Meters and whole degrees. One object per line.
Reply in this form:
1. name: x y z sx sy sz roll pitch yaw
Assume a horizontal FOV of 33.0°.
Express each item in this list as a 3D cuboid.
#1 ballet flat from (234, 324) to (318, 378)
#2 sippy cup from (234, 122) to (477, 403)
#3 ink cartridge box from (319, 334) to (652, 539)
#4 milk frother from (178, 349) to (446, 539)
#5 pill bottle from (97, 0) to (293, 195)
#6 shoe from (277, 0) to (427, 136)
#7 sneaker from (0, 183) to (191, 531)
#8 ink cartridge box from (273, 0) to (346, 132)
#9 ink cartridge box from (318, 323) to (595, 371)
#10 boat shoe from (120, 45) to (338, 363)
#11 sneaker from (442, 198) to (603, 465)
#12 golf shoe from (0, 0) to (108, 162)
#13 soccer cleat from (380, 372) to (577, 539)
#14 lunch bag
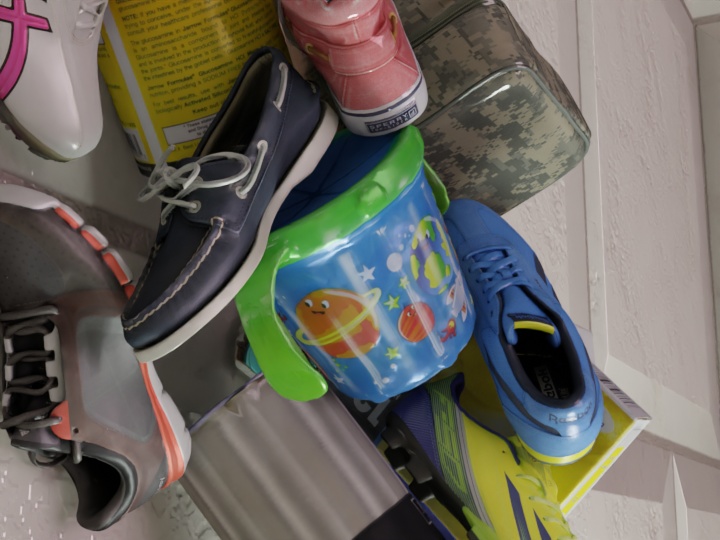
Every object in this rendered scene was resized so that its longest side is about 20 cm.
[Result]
1. ballet flat: -0.023 0.017 0.901 0.200 0.072 0.072 -38 123 -28
2. sippy cup: 0.000 0.000 0.715 0.177 0.140 0.131 -37 111 -15
3. ink cartridge box: 0.060 0.107 0.830 0.198 0.200 0.047 45 13 27
4. milk frother: -0.061 0.190 0.739 0.200 0.181 0.188 -32 78 -32
5. pill bottle: -0.108 -0.154 0.726 0.113 0.112 0.201 -54 133 -55
6. shoe: -0.016 -0.167 0.722 0.200 0.071 0.091 -113 180 -50
7. sneaker: -0.153 0.052 0.633 0.082 0.077 0.201 -49 125 -44
8. ink cartridge box: -0.044 -0.182 0.911 0.200 0.075 0.166 -51 131 -57
9. ink cartridge box: 0.069 0.090 0.941 0.146 0.199 0.085 21 63 -62
10. boat shoe: -0.074 -0.041 0.634 0.062 0.075 0.200 51 52 -27
11. sneaker: 0.096 0.020 0.754 0.079 0.066 0.201 78 -8 -56
12. golf shoe: -0.164 -0.157 0.636 0.073 0.092 0.201 -37 118 -63
13. soccer cleat: 0.096 0.143 0.740 0.084 0.200 0.065 -36 154 -15
14. lunch bag: 0.061 -0.142 0.880 0.200 0.139 0.169 27 37 -60
